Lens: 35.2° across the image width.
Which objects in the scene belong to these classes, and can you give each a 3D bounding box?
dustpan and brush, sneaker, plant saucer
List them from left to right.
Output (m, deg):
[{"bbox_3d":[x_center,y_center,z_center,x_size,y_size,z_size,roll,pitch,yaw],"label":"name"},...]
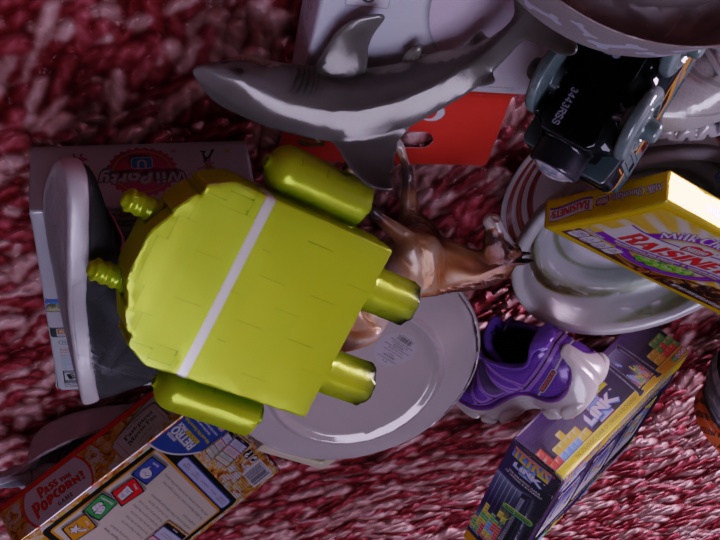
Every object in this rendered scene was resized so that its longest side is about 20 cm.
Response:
[{"bbox_3d":[-0.269,0.171,0.989,0.200,0.057,0.140,6,137,-20],"label":"dustpan and brush"},{"bbox_3d":[-0.143,0.001,0.725,0.099,0.071,0.200,-13,137,-17],"label":"sneaker"},{"bbox_3d":[0.122,0.069,0.926,0.083,0.081,0.200,43,157,-12],"label":"sneaker"},{"bbox_3d":[0.204,-0.031,0.840,0.200,0.050,0.200,-6,140,-5],"label":"plant saucer"},{"bbox_3d":[0.256,-0.143,0.730,0.200,0.075,0.081,-18,155,-4],"label":"sneaker"}]

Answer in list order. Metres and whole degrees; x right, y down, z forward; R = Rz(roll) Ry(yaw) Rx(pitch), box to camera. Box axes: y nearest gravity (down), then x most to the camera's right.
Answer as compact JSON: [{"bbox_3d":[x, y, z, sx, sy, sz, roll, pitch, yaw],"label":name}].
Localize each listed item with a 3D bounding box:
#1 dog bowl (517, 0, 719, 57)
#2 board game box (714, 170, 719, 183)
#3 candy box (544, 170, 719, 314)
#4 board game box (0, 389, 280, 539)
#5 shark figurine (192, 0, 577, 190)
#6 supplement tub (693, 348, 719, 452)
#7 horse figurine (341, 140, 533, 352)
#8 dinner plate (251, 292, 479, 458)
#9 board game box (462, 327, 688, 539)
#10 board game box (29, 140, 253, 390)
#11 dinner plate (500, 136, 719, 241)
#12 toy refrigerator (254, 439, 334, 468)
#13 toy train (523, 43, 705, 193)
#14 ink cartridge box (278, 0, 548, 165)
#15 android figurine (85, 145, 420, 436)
[{"bbox_3d":[0.145,-0.198,0.564,0.200,0.200,0.059,-6,174,-7],"label":"dog bowl"},{"bbox_3d":[0.347,-0.091,0.755,0.200,0.035,0.135,-41,140,17],"label":"board game box"},{"bbox_3d":[0.230,-0.014,0.775,0.200,0.026,0.102,22,157,-33],"label":"candy box"},{"bbox_3d":[-0.185,0.190,0.985,0.200,0.046,0.152,-37,139,-8],"label":"board game box"},{"bbox_3d":[0.026,-0.095,0.662,0.214,0.090,0.128,-12,156,17],"label":"shark figurine"},{"bbox_3d":[0.390,0.083,0.999,0.122,0.123,0.200,9,137,-23],"label":"supplement tub"},{"bbox_3d":[0.000,0.000,0.761,0.200,0.050,0.133,-39,111,-4],"label":"horse figurine"},{"bbox_3d":[-0.006,0.075,0.850,0.200,0.024,0.200,-7,127,-10],"label":"dinner plate"},{"bbox_3d":[0.188,0.153,1.003,0.200,0.057,0.165,-35,153,-36],"label":"board game box"},{"bbox_3d":[-0.153,0.002,0.817,0.147,0.064,0.200,-3,141,-12],"label":"board game box"},{"bbox_3d":[0.202,-0.063,0.858,0.200,0.024,0.200,-8,140,-6],"label":"dinner plate"},{"bbox_3d":[-0.003,0.086,0.948,0.076,0.070,0.200,23,129,-34],"label":"toy refrigerator"},{"bbox_3d":[0.164,-0.136,0.664,0.200,0.085,0.114,-60,163,2],"label":"toy train"},{"bbox_3d":[0.040,-0.128,0.723,0.162,0.057,0.200,0,134,-15],"label":"ink cartridge box"},{"bbox_3d":[-0.064,0.013,0.691,0.200,0.041,0.182,21,101,-27],"label":"android figurine"}]
